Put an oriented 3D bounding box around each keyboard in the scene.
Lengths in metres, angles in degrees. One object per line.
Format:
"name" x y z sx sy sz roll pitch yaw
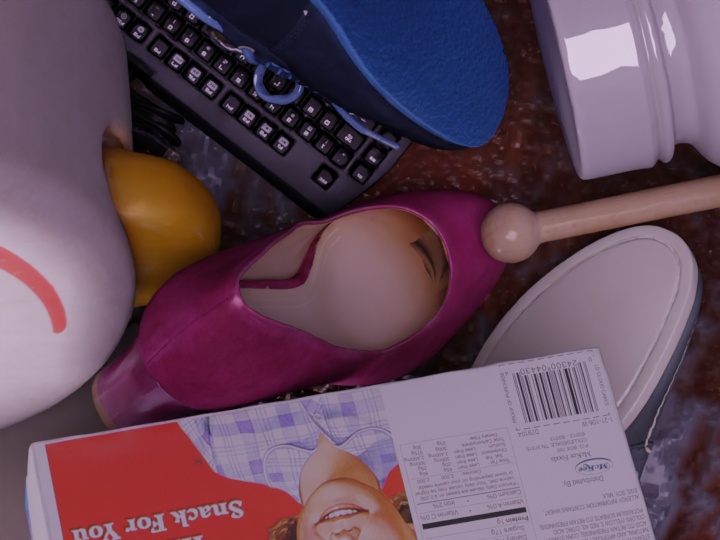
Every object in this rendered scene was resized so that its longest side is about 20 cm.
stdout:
"keyboard" -0.071 -0.091 0.999 0.200 0.040 0.104 37 96 -7

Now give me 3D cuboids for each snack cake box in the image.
"snack cake box" -0.004 0.104 0.898 0.200 0.067 0.115 -9 67 -12

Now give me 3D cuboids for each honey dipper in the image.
"honey dipper" 0.142 -0.033 1.005 0.200 0.038 0.038 -10 101 -8

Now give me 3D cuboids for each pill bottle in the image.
"pill bottle" 0.165 -0.101 0.967 0.200 0.113 0.113 -14 101 0

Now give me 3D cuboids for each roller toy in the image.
"roller toy" -0.167 -0.025 0.922 0.182 0.140 0.200 -29 140 31

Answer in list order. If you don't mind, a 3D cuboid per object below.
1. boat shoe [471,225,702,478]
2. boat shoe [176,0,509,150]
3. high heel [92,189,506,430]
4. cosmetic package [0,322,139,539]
"boat shoe" 0.074 0.075 1.034 0.062 0.073 0.200 30 92 -50
"boat shoe" -0.027 -0.112 0.966 0.200 0.069 0.084 42 56 -31
"high heel" 0.000 0.000 0.945 0.200 0.096 0.067 -17 77 -39
"cosmetic package" -0.126 0.124 1.001 0.200 0.073 0.104 -36 133 6
